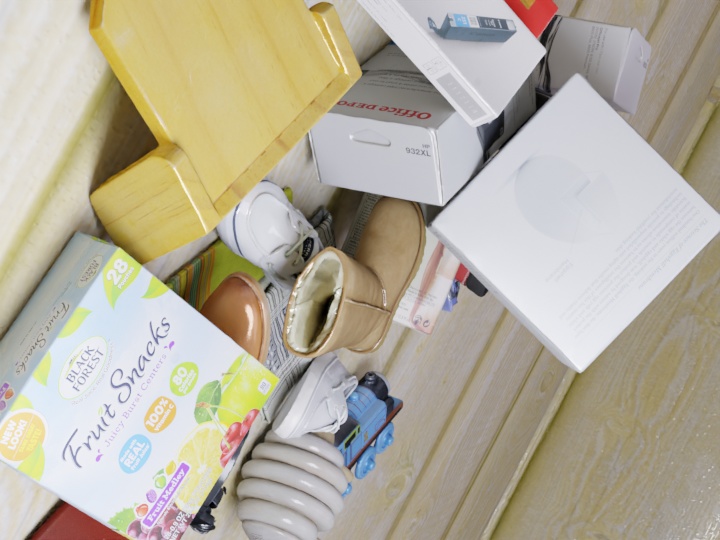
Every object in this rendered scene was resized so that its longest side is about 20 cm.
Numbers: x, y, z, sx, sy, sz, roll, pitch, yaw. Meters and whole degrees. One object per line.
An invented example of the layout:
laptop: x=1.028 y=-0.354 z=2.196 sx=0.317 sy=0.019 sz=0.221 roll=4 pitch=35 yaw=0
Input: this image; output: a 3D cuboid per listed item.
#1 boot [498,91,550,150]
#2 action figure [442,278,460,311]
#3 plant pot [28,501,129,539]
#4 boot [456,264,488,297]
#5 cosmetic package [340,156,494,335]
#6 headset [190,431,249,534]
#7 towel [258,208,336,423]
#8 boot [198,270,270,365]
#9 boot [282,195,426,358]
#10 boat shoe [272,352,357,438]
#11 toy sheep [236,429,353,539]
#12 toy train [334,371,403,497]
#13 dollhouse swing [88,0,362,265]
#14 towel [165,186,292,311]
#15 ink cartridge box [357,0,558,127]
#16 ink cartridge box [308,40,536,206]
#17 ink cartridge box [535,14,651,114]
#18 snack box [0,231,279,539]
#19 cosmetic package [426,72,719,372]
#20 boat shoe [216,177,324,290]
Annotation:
boot: x=0.167 y=-0.173 z=1.403 sx=0.154 sy=0.202 sz=0.074 roll=-17 pitch=122 yaw=-70
action figure: x=0.074 y=-0.058 z=1.459 sx=0.193 sy=0.104 sz=0.201 roll=-25 pitch=114 yaw=-53
plant pot: x=-0.232 y=0.338 z=1.064 sx=0.176 sy=0.200 sz=0.201 roll=-33 pitch=147 yaw=-32
boot: x=0.152 y=-0.076 z=1.566 sx=0.072 sy=0.144 sz=0.201 roll=-12 pitch=125 yaw=-64
cosmetic package: x=0.055 y=-0.047 z=1.317 sx=0.087 sy=0.103 sz=0.201 roll=21 pitch=92 yaw=-37
headset: x=-0.145 y=0.196 z=1.194 sx=0.200 sy=0.094 sz=0.124 roll=-46 pitch=-161 yaw=45
towel: x=-0.079 y=0.060 z=1.310 sx=0.200 sy=0.034 sz=0.193 roll=-52 pitch=158 yaw=-28
boot: x=-0.165 y=0.094 z=1.041 sx=0.154 sy=0.074 sz=0.201 roll=-11 pitch=135 yaw=-53
boot: x=0.000 y=0.000 z=1.159 sx=0.200 sy=0.066 sz=0.176 roll=20 pitch=84 yaw=-74
boat shoe: x=-0.044 y=0.149 z=1.395 sx=0.072 sy=0.068 sz=0.200 roll=-55 pitch=179 yaw=11
toy sheep: x=-0.078 y=0.255 z=1.421 sx=0.138 sy=0.137 sz=0.201 roll=78 pitch=26 yaw=-61
toy train: x=-0.017 y=0.209 z=1.591 sx=0.200 sy=0.086 sz=0.115 roll=-43 pitch=147 yaw=-45
dollhouse swing: x=-0.130 y=-0.142 z=0.916 sx=0.181 sy=0.176 sz=0.200 roll=-19 pitch=-154 yaw=52
towel: x=-0.121 y=0.001 z=1.149 sx=0.200 sy=0.018 sz=0.086 roll=-43 pitch=153 yaw=-45
ink cartridge box: x=0.089 y=-0.259 z=1.110 sx=0.177 sy=0.200 sz=0.045 roll=-53 pitch=-162 yaw=-27
ink cartridge box: x=0.062 y=-0.154 z=1.205 sx=0.200 sy=0.144 sz=0.084 roll=-45 pitch=136 yaw=-42
ink cartridge box: x=0.214 y=-0.241 z=1.408 sx=0.144 sy=0.199 sz=0.085 roll=-2 pitch=105 yaw=-68
snack box: x=-0.178 y=0.097 z=0.934 sx=0.200 sy=0.067 sz=0.169 roll=43 pitch=72 yaw=-40
cosmetic package: x=0.203 y=-0.045 z=1.207 sx=0.199 sy=0.200 sz=0.123 roll=-45 pitch=179 yaw=1
boat shoe: x=-0.067 y=-0.030 z=1.137 sx=0.074 sy=0.066 sz=0.200 roll=-64 pitch=159 yaw=-9
